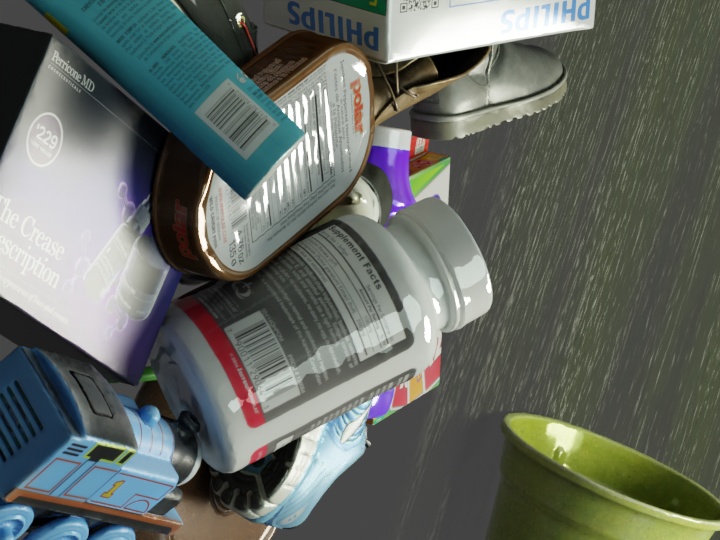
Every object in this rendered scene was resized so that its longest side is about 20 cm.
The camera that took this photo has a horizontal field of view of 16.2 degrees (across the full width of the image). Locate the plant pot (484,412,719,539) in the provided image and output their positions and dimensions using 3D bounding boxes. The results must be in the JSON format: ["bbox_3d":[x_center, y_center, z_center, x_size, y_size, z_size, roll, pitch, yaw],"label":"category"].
[{"bbox_3d":[0.173,0.241,2.047,0.200,0.200,0.185,6,109,-60],"label":"plant pot"}]

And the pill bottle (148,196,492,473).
[{"bbox_3d":[-0.023,0.033,1.550,0.200,0.111,0.111,-27,130,-18],"label":"pill bottle"}]

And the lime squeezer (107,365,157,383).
[{"bbox_3d":[-0.097,0.037,1.612,0.200,0.038,0.071,-45,116,-40],"label":"lime squeezer"}]

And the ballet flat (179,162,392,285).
[{"bbox_3d":[-0.039,-0.025,1.623,0.200,0.068,0.068,-19,105,-39],"label":"ballet flat"}]

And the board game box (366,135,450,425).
[{"bbox_3d":[0.029,0.004,1.844,0.095,0.030,0.201,-27,123,-53],"label":"board game box"}]

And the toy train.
[{"bbox_3d":[-0.167,0.113,1.462,0.114,0.087,0.200,-39,153,15],"label":"toy train"}]

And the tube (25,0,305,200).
[{"bbox_3d":[-0.118,-0.126,1.412,0.050,0.200,0.077,-45,-179,44],"label":"tube"}]

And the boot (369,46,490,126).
[{"bbox_3d":[0.007,-0.126,1.676,0.200,0.075,0.074,-33,107,-39],"label":"boot"}]

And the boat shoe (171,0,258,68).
[{"bbox_3d":[-0.087,-0.133,1.541,0.063,0.074,0.202,-53,139,-21],"label":"boat shoe"}]

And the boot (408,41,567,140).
[{"bbox_3d":[0.091,-0.208,1.827,0.182,0.072,0.201,-28,119,-53],"label":"boot"}]

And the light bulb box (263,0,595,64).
[{"bbox_3d":[0.051,-0.253,1.629,0.198,0.125,0.201,-14,115,-40],"label":"light bulb box"}]

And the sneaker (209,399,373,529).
[{"bbox_3d":[-0.025,0.082,1.675,0.200,0.078,0.090,-58,145,-12],"label":"sneaker"}]

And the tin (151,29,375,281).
[{"bbox_3d":[-0.053,-0.068,1.517,0.200,0.042,0.112,-42,141,-46],"label":"tin"}]

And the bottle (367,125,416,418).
[{"bbox_3d":[0.000,0.000,1.743,0.084,0.065,0.201,-8,105,-80],"label":"bottle"}]

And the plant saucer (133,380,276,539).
[{"bbox_3d":[-0.095,0.132,1.681,0.200,0.034,0.201,-29,126,-51],"label":"plant saucer"}]

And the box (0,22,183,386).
[{"bbox_3d":[-0.177,-0.036,1.431,0.200,0.079,0.142,40,65,-57],"label":"box"}]
